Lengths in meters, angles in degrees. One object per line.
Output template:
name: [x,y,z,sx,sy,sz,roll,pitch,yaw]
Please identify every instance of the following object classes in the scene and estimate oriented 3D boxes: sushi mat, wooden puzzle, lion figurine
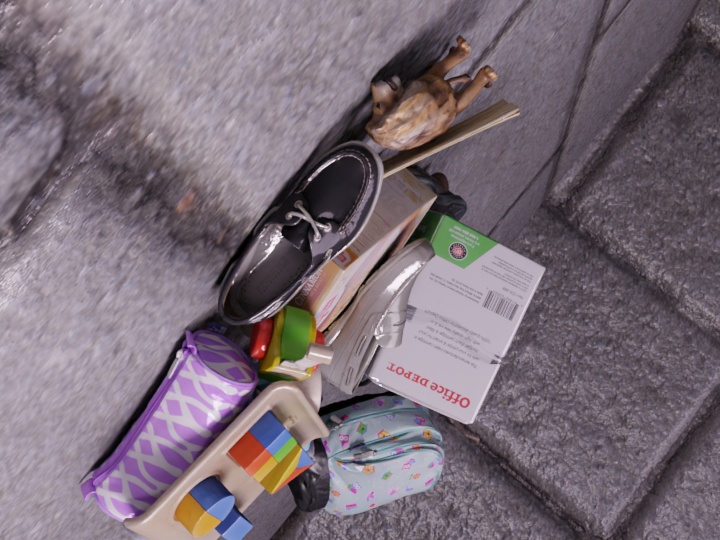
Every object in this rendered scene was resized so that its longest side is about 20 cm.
sushi mat: [0.054,-0.110,1.069,0.199,0.012,0.096,-26,-169,2]
wooden puzzle: [-0.116,0.206,1.104,0.200,0.046,0.185,-41,158,-8]
lion figurine: [0.064,-0.158,1.082,0.122,0.073,0.200,-43,176,6]

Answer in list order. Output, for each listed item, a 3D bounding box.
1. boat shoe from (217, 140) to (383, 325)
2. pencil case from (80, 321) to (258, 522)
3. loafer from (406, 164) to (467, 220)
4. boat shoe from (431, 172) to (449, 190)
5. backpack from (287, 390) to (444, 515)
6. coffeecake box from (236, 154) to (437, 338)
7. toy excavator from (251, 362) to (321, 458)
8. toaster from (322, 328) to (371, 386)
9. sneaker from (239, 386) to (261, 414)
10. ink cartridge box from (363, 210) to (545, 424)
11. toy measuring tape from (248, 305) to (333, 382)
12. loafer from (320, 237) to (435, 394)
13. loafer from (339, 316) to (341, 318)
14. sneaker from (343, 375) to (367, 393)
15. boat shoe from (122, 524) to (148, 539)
boat shoe: [-0.056,-0.030,1.006,0.200,0.074,0.060,-45,177,17]
pencil case: [-0.177,0.149,1.077,0.085,0.084,0.201,21,110,-40]
loafer: [0.059,-0.090,1.345,0.072,0.063,0.200,-45,156,15]
boat shoe: [0.089,-0.061,1.540,0.072,0.072,0.200,-48,170,-23]
backpack: [0.006,0.235,1.474,0.198,0.127,0.167,-13,148,-16]
coffeecake box: [-0.025,-0.013,1.184,0.200,0.073,0.154,-39,167,-50]
toy excavator: [-0.093,0.143,1.268,0.195,0.099,0.202,-111,-154,-54]
toaster: [0.004,0.068,1.508,0.200,0.114,0.129,-51,168,12]
sneaker: [-0.172,0.182,1.177,0.201,0.078,0.089,-55,172,23]
ink cartridge box: [0.097,0.052,1.301,0.201,0.145,0.084,-64,-160,0]
toy measuring tape: [-0.058,0.061,1.045,0.074,0.074,0.200,-47,-175,-20]
loafer: [0.022,0.049,1.209,0.200,0.070,0.070,-52,170,30]
loafer: [0.000,0.000,1.376,0.200,0.072,0.063,-49,174,-28]
sneaker: [0.035,0.108,1.409,0.140,0.078,0.200,-42,136,-7]
boat shoe: [-0.241,0.316,1.417,0.068,0.072,0.200,-47,172,-8]
